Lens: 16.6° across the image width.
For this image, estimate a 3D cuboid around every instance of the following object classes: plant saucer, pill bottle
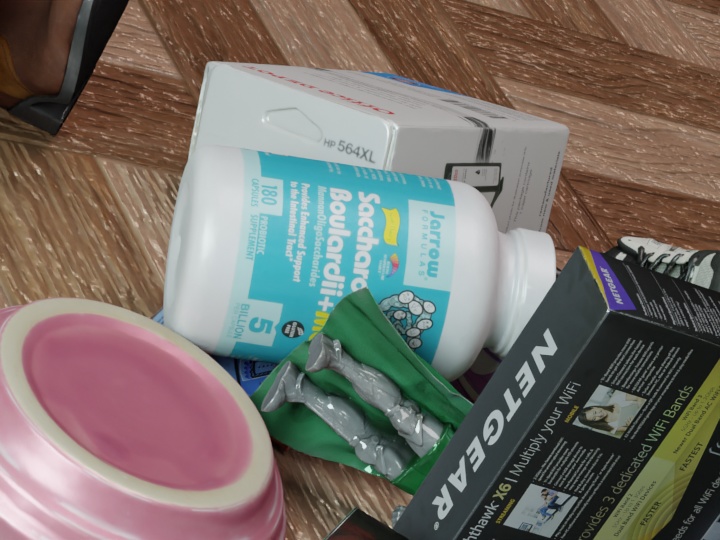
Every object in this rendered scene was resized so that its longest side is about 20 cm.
[{"bbox_3d":[-0.119,0.081,1.209,0.200,0.051,0.201,26,28,-15],"label":"plant saucer"},{"bbox_3d":[0.000,0.000,1.313,0.199,0.111,0.111,7,32,-11],"label":"pill bottle"}]

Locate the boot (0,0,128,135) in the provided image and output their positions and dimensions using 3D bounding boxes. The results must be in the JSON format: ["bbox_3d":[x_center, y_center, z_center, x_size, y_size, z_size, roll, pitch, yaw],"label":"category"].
[{"bbox_3d":[-0.234,-0.168,1.381,0.199,0.069,0.188,31,-15,-7],"label":"boot"}]

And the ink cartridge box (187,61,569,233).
[{"bbox_3d":[0.011,-0.068,1.494,0.145,0.085,0.200,20,14,33],"label":"ink cartridge box"}]

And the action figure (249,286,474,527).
[{"bbox_3d":[0.045,0.104,1.273,0.200,0.118,0.055,35,43,-14],"label":"action figure"}]

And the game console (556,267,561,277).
[{"bbox_3d":[0.149,0.089,1.522,0.199,0.117,0.176,35,-3,3],"label":"game console"}]

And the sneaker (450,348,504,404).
[{"bbox_3d":[0.141,0.092,1.388,0.200,0.114,0.073,26,54,-3],"label":"sneaker"}]

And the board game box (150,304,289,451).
[{"bbox_3d":[-0.048,0.028,1.407,0.103,0.020,0.200,33,27,4],"label":"board game box"}]

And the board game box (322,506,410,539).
[{"bbox_3d":[-0.003,0.175,1.050,0.104,0.024,0.200,34,30,11],"label":"board game box"}]

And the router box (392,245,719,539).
[{"bbox_3d":[0.125,0.098,1.191,0.156,0.201,0.052,18,30,-27],"label":"router box"}]

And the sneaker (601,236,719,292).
[{"bbox_3d":[0.193,0.017,1.572,0.087,0.076,0.200,25,-9,-7],"label":"sneaker"}]
